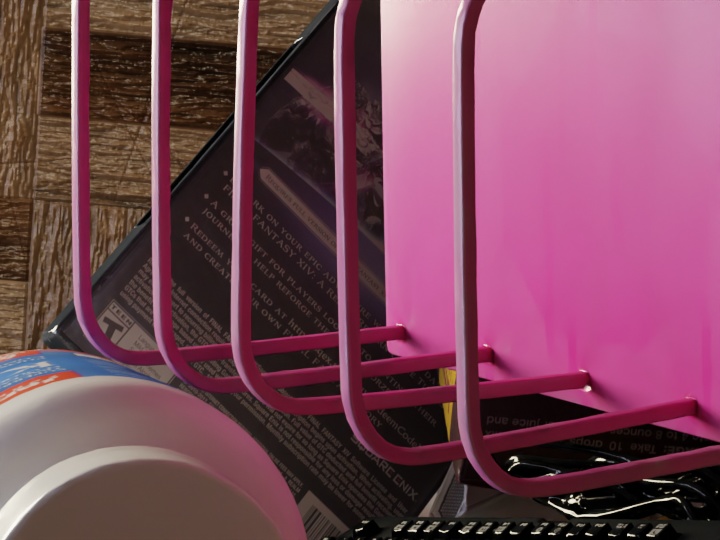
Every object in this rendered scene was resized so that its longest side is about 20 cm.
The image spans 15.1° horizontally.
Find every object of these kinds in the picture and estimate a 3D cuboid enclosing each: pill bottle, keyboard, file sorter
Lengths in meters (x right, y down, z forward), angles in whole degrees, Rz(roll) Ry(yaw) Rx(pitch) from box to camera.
[{"bbox_3d":[-0.076,0.082,0.751,0.200,0.112,0.112,-175,90,-75],"label":"pill bottle"},{"bbox_3d":[0.041,0.076,0.775,0.200,0.104,0.040,-5,110,53],"label":"keyboard"},{"bbox_3d":[0.021,-0.026,0.717,0.200,0.125,0.139,13,106,56],"label":"file sorter"}]

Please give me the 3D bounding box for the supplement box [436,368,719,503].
[{"bbox_3d":[0.078,-0.040,0.856,0.110,0.085,0.200,-98,13,-70],"label":"supplement box"}]

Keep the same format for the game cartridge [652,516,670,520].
[{"bbox_3d":[0.031,0.125,0.739,0.200,0.176,0.032,-109,1,-81],"label":"game cartridge"}]

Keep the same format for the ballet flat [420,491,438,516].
[{"bbox_3d":[0.043,0.037,1.033,0.067,0.062,0.200,33,-99,-52],"label":"ballet flat"}]

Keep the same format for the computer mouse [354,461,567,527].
[{"bbox_3d":[0.052,0.089,0.965,0.200,0.044,0.110,-40,-28,-46],"label":"computer mouse"}]

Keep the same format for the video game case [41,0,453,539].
[{"bbox_3d":[0.000,0.000,0.963,0.200,0.143,0.019,-51,15,-25],"label":"video game case"}]
